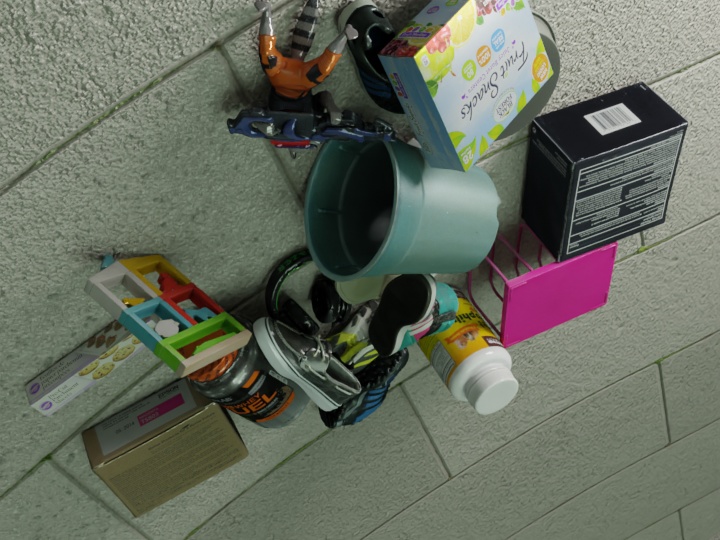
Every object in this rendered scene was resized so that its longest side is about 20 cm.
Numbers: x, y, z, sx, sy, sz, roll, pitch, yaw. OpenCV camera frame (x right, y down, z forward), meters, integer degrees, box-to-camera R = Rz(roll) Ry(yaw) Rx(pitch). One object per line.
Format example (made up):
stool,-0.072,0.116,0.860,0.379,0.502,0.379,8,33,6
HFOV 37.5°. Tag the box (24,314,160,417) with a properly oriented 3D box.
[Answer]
box,-0.353,0.118,1.415,0.199,0.039,0.041,-35,140,0

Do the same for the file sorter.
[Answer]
file sorter,0.281,0.002,1.680,0.199,0.126,0.140,-21,138,-18

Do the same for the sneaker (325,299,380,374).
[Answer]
sneaker,0.004,0.107,1.648,0.199,0.075,0.085,-30,164,-11

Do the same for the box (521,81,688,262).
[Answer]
box,0.357,-0.146,1.585,0.199,0.123,0.199,-19,137,-16

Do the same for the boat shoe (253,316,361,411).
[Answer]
boat shoe,-0.070,0.119,1.476,0.071,0.072,0.200,-29,132,17

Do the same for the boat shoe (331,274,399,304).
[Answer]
boat shoe,0.001,-0.002,1.493,0.075,0.066,0.199,-58,156,18

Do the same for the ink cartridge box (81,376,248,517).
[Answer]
ink cartridge box,-0.287,0.259,1.577,0.199,0.075,0.165,-27,139,-7

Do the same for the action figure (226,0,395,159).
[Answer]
action figure,-0.051,-0.214,1.247,0.199,0.105,0.194,8,135,-9

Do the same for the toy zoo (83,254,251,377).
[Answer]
toy zoo,-0.245,0.042,1.302,0.131,0.200,0.021,-24,149,-55

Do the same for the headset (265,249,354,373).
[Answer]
headset,-0.060,0.066,1.522,0.123,0.094,0.201,-29,128,-15

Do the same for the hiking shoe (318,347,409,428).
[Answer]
hiking shoe,0.015,0.180,1.726,0.086,0.075,0.200,8,135,-49

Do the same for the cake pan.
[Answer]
cake pan,0.188,-0.253,1.425,0.199,0.037,0.201,-20,139,-18

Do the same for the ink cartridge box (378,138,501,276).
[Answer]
ink cartridge box,0.083,-0.094,1.517,0.199,0.050,0.161,30,110,-35

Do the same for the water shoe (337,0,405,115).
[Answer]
water shoe,0.034,-0.241,1.294,0.071,0.079,0.200,-38,141,5

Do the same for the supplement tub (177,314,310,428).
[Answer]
supplement tub,-0.164,0.139,1.505,0.122,0.123,0.200,-41,140,8

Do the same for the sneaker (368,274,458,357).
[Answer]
sneaker,0.095,0.047,1.536,0.120,0.084,0.200,-26,162,-31

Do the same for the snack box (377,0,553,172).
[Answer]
snack box,0.131,-0.246,1.269,0.200,0.067,0.169,-47,128,-24

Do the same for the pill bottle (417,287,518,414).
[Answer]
pill bottle,0.162,0.127,1.663,0.109,0.200,0.110,-20,139,-18

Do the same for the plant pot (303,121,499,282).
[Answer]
plant pot,0.062,-0.078,1.375,0.195,0.201,0.201,6,127,-35
